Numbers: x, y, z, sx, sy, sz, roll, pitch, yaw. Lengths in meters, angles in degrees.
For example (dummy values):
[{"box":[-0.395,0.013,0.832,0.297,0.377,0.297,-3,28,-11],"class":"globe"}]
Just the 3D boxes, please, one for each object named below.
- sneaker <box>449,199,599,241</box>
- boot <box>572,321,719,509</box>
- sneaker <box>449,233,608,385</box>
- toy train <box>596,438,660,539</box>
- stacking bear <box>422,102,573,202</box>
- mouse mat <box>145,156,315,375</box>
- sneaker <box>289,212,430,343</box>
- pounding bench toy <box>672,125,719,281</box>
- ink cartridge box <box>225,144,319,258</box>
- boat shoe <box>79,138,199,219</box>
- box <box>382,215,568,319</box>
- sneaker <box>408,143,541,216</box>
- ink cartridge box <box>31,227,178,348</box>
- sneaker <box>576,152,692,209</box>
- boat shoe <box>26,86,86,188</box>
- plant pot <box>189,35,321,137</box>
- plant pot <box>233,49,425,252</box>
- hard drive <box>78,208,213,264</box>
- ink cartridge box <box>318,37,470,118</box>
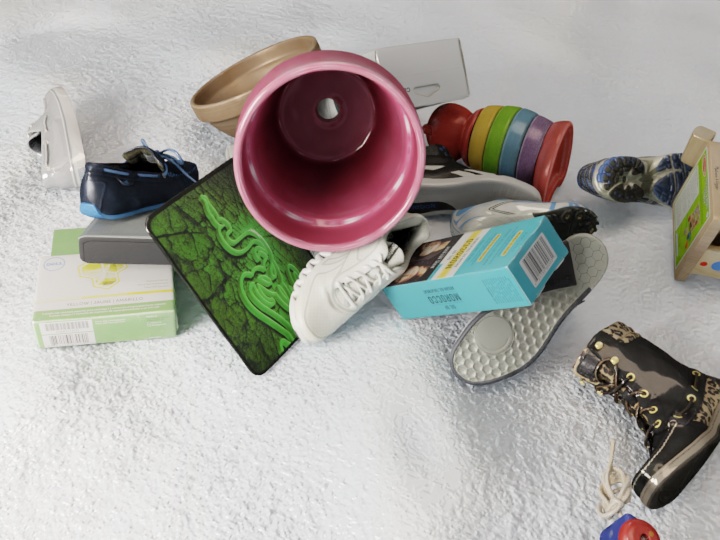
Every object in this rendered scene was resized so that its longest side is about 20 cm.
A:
[{"box":[0.208,-0.062,1.000,0.197,0.073,0.073,-3,35,-15],"class":"sneaker"},{"box":[0.277,0.133,0.781,0.150,0.074,0.199,36,45,28],"class":"boot"},{"box":[0.180,0.045,0.874,0.202,0.146,0.077,-42,87,3],"class":"sneaker"},{"box":[0.246,0.242,0.637,0.115,0.085,0.201,22,52,1],"class":"toy train"},{"box":[0.184,-0.177,1.103,0.198,0.115,0.122,19,42,22],"class":"stacking bear"},{"box":[-0.119,-0.010,0.845,0.201,0.007,0.161,56,46,-12],"class":"mouse mat"},{"box":[0.000,0.000,0.865,0.081,0.075,0.200,5,46,52],"class":"sneaker"},{"box":[0.488,-0.088,0.986,0.154,0.125,0.202,11,56,5],"class":"pounding bench toy"},{"box":[-0.063,-0.090,0.986,0.197,0.084,0.147,-4,43,-13],"class":"ink cartridge box"},{"box":[-0.243,-0.111,0.913,0.083,0.070,0.200,7,19,12],"class":"boat shoe"},{"box":[0.114,0.000,0.831,0.082,0.049,0.199,-48,20,-30],"class":"box"},{"box":[0.139,-0.125,1.058,0.197,0.074,0.113,4,42,0],"class":"sneaker"},{"box":[-0.283,-0.004,0.890,0.144,0.048,0.201,-4,44,-13],"class":"ink cartridge box"},{"box":[0.381,-0.127,1.087,0.198,0.078,0.085,4,5,-28],"class":"sneaker"},{"box":[-0.412,-0.177,1.061,0.068,0.072,0.201,-13,53,-20],"class":"boat shoe"},{"box":[-0.132,-0.243,1.117,0.199,0.093,0.202,-21,30,13],"class":"plant pot"},{"box":[-0.035,-0.148,0.864,0.197,0.202,0.180,2,28,-5],"class":"plant pot"},{"box":[-0.231,-0.055,0.916,0.138,0.033,0.200,1,20,-6],"class":"hard drive"},{"box":[0.036,-0.261,1.115,0.144,0.084,0.199,-16,10,-29],"class":"ink cartridge box"}]
